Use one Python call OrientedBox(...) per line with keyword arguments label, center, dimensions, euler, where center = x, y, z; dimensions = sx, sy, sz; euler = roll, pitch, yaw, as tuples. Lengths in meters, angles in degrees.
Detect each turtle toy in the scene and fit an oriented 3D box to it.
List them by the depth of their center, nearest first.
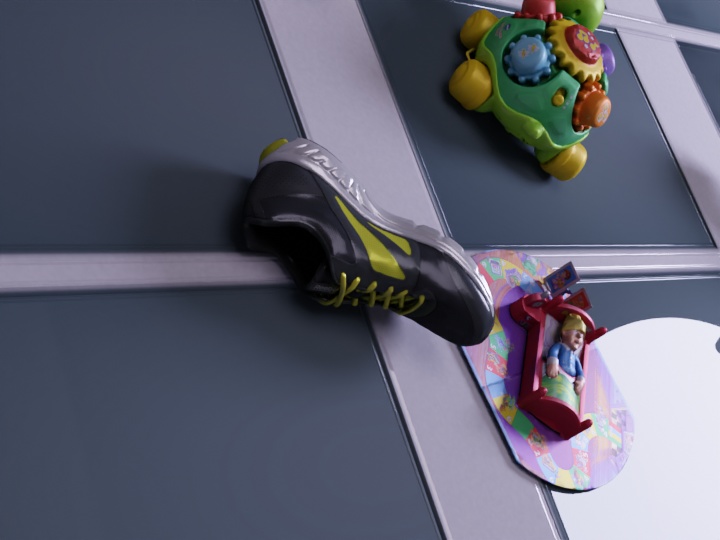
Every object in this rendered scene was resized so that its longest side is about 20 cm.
OrientedBox(label="turtle toy", center=(0.166, -0.187, 1.067), dimensions=(0.145, 0.101, 0.201), euler=(34, 45, -20))

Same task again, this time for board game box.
OrientedBox(label="board game box", center=(0.151, 0.065, 0.926), dimensions=(0.157, 0.039, 0.202), euler=(-11, 70, -46))

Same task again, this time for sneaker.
OrientedBox(label="sneaker", center=(0.000, 0.000, 0.822), dimensions=(0.199, 0.075, 0.085), euler=(35, 50, -6))
